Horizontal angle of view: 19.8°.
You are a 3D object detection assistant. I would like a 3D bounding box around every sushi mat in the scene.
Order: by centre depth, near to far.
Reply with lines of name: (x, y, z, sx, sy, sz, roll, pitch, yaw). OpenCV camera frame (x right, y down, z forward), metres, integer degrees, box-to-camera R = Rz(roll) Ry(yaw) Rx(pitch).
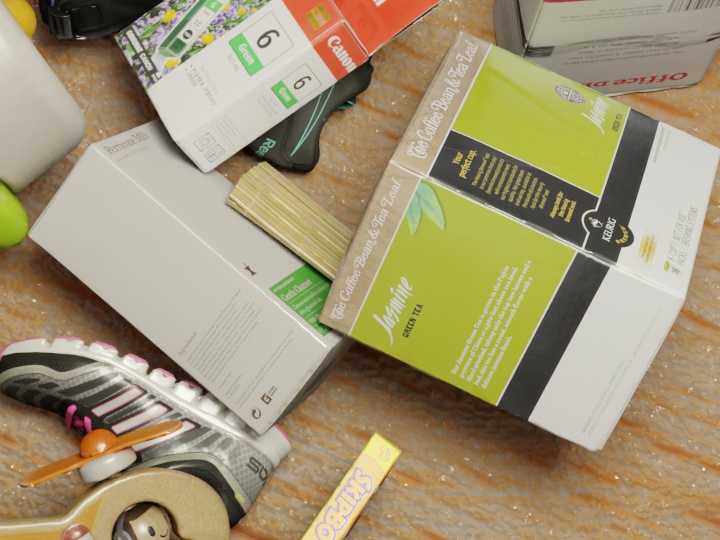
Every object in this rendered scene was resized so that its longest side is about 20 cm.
sushi mat: (0.000, 0.000, 1.359, 0.200, 0.096, 0.012, 38, 111, 1)

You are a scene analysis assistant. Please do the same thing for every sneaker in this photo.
sneaker: (-0.148, 0.109, 1.323, 0.200, 0.074, 0.088, 22, 67, -4)
sneaker: (-0.025, -0.160, 1.425, 0.079, 0.075, 0.200, 33, 78, -12)

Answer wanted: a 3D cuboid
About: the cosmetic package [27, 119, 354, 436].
cosmetic package: (-0.100, 0.002, 1.331, 0.200, 0.108, 0.085, 41, 113, 5)

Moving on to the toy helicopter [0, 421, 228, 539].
toy helicopter: (-0.175, 0.155, 1.236, 0.200, 0.079, 0.133, 2, 93, -22)

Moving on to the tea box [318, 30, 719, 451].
tea box: (0.105, -0.024, 1.310, 0.196, 0.134, 0.200, 26, 34, 2)

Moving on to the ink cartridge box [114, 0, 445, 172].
ink cartridge box: (-0.052, -0.166, 1.348, 0.200, 0.050, 0.109, -35, 55, 5)

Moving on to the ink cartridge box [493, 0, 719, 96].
ink cartridge box: (0.175, -0.195, 1.380, 0.145, 0.200, 0.084, -7, 71, -8)

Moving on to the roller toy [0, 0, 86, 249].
roller toy: (-0.268, -0.129, 1.313, 0.140, 0.200, 0.182, -37, 42, -4)

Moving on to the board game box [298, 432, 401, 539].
board game box: (-0.043, 0.196, 1.297, 0.030, 0.096, 0.200, 37, 74, 5)

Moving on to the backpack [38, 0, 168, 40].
backpack: (-0.132, -0.270, 1.382, 0.200, 0.183, 0.147, -15, 55, -18)
